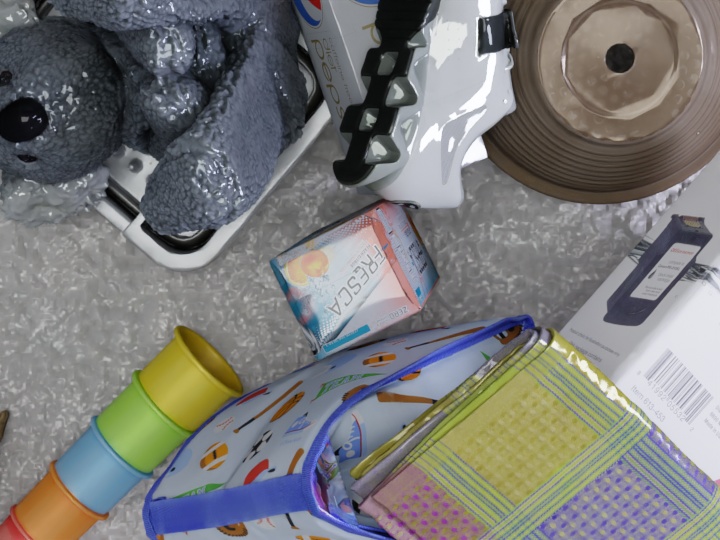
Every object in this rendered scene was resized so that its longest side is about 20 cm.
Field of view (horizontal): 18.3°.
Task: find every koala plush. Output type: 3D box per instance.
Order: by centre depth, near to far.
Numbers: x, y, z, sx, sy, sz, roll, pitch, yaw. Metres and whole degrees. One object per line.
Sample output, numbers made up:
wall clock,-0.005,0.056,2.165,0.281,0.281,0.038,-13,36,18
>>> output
koala plush,-0.149,-0.108,1.311,0.199,0.184,0.178,-17,105,26

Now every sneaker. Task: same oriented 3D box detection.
sneaker,0.056,-0.131,1.288,0.088,0.074,0.201,20,91,-30

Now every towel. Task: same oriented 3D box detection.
towel,0.107,0.126,1.204,0.144,0.023,0.200,-43,116,15

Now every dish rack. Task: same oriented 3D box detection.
dish rack,-0.125,-0.118,1.391,0.200,0.044,0.172,40,97,0

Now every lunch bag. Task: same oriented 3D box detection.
lunch bag,-0.007,0.112,1.294,0.170,0.199,0.125,-17,91,48

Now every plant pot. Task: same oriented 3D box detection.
plant pot,0.148,-0.133,1.328,0.200,0.093,0.202,0,103,-1

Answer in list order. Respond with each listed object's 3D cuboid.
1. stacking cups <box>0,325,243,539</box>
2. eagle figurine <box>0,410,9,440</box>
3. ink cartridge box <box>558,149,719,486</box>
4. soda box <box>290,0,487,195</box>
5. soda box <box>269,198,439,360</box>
stacking cups,-0.162,0.123,1.410,0.061,0.061,0.200,45,101,0
eagle figurine,-0.338,0.135,1.386,0.199,0.152,0.152,17,115,-2
ink cartridge box,0.206,0.051,1.272,0.200,0.084,0.145,-48,116,-6
soda box,0.005,-0.149,1.333,0.068,0.064,0.201,-23,101,-20
soda box,0.000,0.000,1.311,0.068,0.200,0.064,-26,92,7
